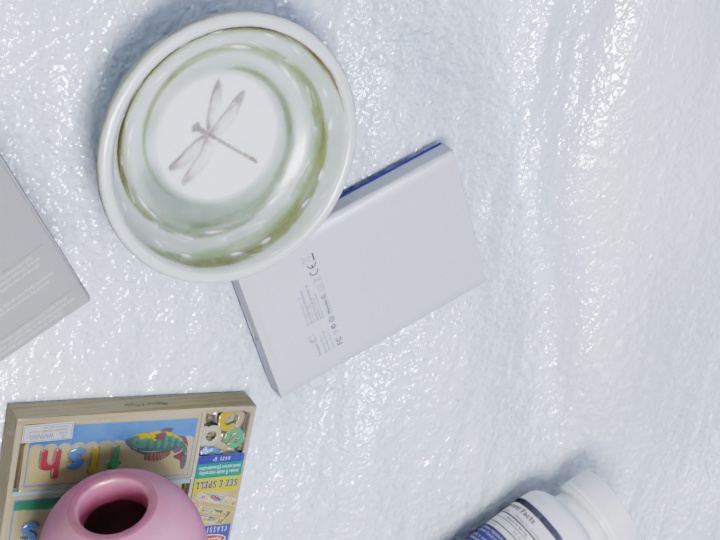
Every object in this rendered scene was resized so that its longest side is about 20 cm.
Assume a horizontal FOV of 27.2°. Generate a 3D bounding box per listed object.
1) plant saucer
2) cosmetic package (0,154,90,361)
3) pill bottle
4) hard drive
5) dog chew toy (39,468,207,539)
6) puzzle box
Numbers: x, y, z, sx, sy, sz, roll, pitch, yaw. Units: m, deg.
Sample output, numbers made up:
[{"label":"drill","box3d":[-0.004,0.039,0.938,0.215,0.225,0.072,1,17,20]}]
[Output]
[{"label":"plant saucer","box3d":[-0.099,-0.091,1.057,0.199,0.050,0.201,-14,120,-25]},{"label":"cosmetic package","box3d":[-0.271,-0.039,0.957,0.106,0.090,0.201,-33,124,-13]},{"label":"pill bottle","box3d":[0.152,0.273,1.359,0.199,0.111,0.111,-34,127,-12]},{"label":"hard drive","box3d":[0.000,0.000,1.180,0.199,0.025,0.133,-29,126,-16]},{"label":"dog chew toy","box3d":[-0.170,0.244,1.115,0.124,0.125,0.201,-22,132,-21]},{"label":"puzzle box","box3d":[-0.183,0.162,1.150,0.199,0.025,0.134,-1,115,-32]}]
